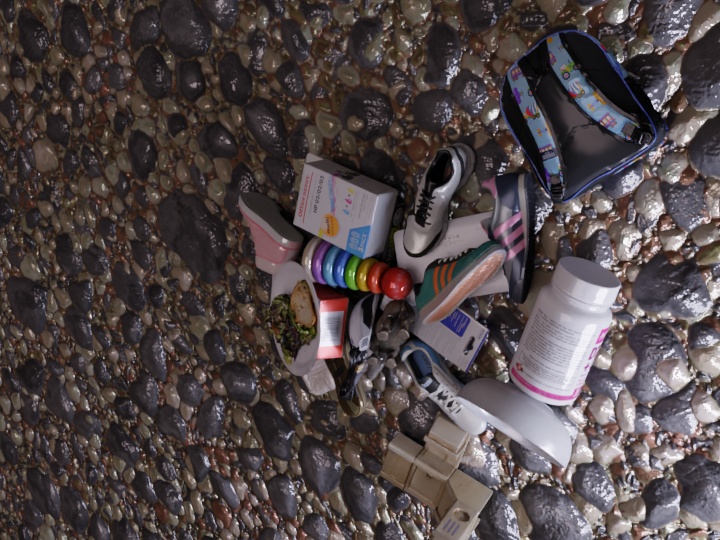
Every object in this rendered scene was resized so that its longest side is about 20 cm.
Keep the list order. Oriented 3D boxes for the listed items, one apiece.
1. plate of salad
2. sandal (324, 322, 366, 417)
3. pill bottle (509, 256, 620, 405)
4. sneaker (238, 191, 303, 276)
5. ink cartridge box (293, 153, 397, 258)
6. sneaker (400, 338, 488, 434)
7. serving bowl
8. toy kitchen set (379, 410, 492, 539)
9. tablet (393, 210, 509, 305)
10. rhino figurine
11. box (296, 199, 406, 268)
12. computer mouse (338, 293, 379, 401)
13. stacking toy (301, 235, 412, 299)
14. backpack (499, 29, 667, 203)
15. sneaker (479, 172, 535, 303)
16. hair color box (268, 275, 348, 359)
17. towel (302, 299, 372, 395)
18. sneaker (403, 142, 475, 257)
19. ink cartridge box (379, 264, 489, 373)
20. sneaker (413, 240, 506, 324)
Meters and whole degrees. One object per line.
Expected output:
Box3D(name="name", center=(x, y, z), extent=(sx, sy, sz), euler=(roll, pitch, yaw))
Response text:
Box3D(name="plate of salad", center=(-0.125, 0.086, 1.330), extent=(0.199, 0.047, 0.203), euler=(14, 106, 58))
Box3D(name="sandal", center=(-0.022, 0.166, 1.381), extent=(0.080, 0.053, 0.202), euler=(-40, 61, 47))
Box3D(name="pill bottle", center=(0.307, 0.090, 1.137), extent=(0.113, 0.113, 0.202), euler=(28, 118, 25))
Box3D(name="sneaker", center=(-0.183, -0.064, 1.438), extent=(0.200, 0.075, 0.106), euler=(46, 128, 39))
Box3D(name="ink cartridge box", center=(-0.044, -0.115, 1.299), extent=(0.198, 0.068, 0.117), euler=(26, 116, 28))
Box3D(name="sneaker", center=(0.140, 0.207, 1.313), extent=(0.200, 0.072, 0.072), euler=(49, 123, 12))
Box3D(name="serving bowl", center=(0.251, 0.227, 1.192), extent=(0.199, 0.200, 0.066), euler=(32, 81, 24))
Box3D(name="toy kitchen set", center=(0.116, 0.364, 1.305), extent=(0.198, 0.180, 0.165), euler=(28, 116, 21))
Box3D(name="tablet", center=(0.151, -0.018, 1.255), extent=(0.198, 0.014, 0.132), euler=(-10, 89, 30))
Box3D(name="rhino figurine", center=(0.046, 0.127, 1.319), extent=(0.059, 0.088, 0.201), euler=(20, 137, -1))
Box3D(name="box", center=(-0.023, -0.074, 1.365), extent=(0.198, 0.044, 0.162), euler=(24, 116, 28))
Box3D(name="computer mouse", center=(-0.005, 0.118, 1.321), extent=(0.043, 0.201, 0.111), euler=(12, 134, 2))
Box3D(name="stacking toy", center=(0.000, 0.000, 1.295), extent=(0.198, 0.085, 0.087), euler=(15, 111, 27))
Box3D(name="backpack", center=(0.298, -0.220, 1.044), extent=(0.182, 0.134, 0.201), euler=(-36, 82, 36))
Box3D(name="sneaker", center=(0.228, -0.050, 1.179), extent=(0.081, 0.070, 0.203), euler=(2, 96, 24))
Box3D(name="hair color box", center=(-0.100, 0.078, 1.397), extent=(0.199, 0.063, 0.113), euler=(26, 113, 54))
Box3D(name="towel", center=(-0.056, 0.154, 1.459), extent=(0.199, 0.034, 0.134), euler=(-34, 84, 36))
Box3D(name="sneaker", center=(0.112, -0.114, 1.220), extent=(0.073, 0.080, 0.202), euler=(29, 108, 24))
Box3D(name="ink cartridge box", center=(0.129, 0.079, 1.307), extent=(0.199, 0.037, 0.096), euler=(37, 120, 24))
Box3D(name="sneaker", center=(0.146, 0.003, 1.195), extent=(0.200, 0.071, 0.081), euler=(-46, 57, 40))
